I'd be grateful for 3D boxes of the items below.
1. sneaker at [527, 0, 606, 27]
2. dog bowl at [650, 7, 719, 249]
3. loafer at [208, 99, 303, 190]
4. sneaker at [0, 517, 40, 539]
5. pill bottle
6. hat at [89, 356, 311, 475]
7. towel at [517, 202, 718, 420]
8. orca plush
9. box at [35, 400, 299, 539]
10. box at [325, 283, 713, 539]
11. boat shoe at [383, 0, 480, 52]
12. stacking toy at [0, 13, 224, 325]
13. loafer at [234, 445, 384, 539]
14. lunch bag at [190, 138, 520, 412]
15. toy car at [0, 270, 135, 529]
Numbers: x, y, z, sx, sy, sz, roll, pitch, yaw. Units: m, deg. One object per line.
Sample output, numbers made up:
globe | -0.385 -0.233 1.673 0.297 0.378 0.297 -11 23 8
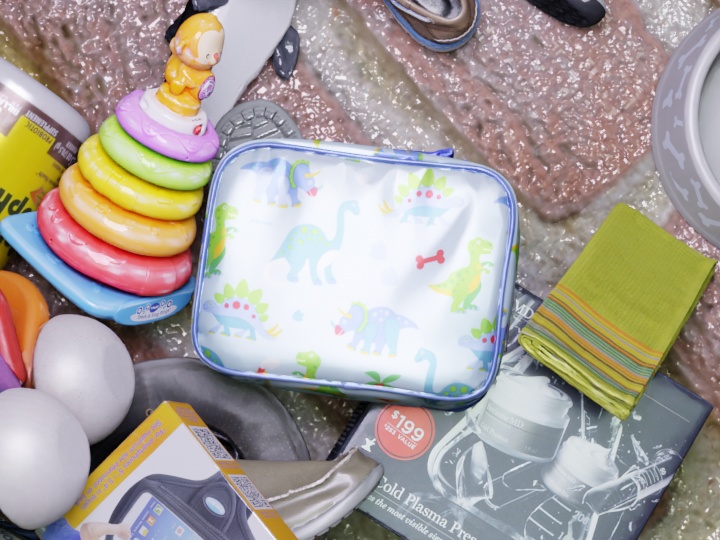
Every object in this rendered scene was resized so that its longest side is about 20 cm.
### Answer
sneaker | 0.111 -0.259 1.358 0.083 0.072 0.200 -44 89 -6
dog bowl | 0.306 -0.102 1.365 0.199 0.059 0.201 0 87 -3
loafer | -0.050 -0.016 1.327 0.075 0.070 0.201 -15 91 3
sneaker | -0.277 0.186 1.249 0.199 0.115 0.081 12 98 26
pill bottle | -0.275 -0.043 1.303 0.109 0.109 0.200 34 85 -1
hat | -0.126 0.148 1.310 0.200 0.081 0.202 0 92 3
towel | 0.174 0.020 1.297 0.086 0.200 0.018 36 128 5
orca plush | -0.102 -0.148 1.357 0.105 0.071 0.201 7 98 -47
box | -0.092 0.191 1.175 0.119 0.041 0.200 -45 70 9
box | 0.099 0.116 1.316 0.199 0.104 0.183 31 84 -1
boat shoe | 0.009 -0.237 1.349 0.200 0.072 0.072 42 86 2
stacking toy | -0.131 -0.075 1.248 0.110 0.116 0.201 38 115 22
loafer | -0.082 0.148 1.229 0.199 0.075 0.070 -22 90 6
lunch bag | 0.000 0.000 1.234 0.199 0.082 0.162 6 84 5
toy car | -0.247 0.071 1.191 0.174 0.200 0.150 -11 116 21
